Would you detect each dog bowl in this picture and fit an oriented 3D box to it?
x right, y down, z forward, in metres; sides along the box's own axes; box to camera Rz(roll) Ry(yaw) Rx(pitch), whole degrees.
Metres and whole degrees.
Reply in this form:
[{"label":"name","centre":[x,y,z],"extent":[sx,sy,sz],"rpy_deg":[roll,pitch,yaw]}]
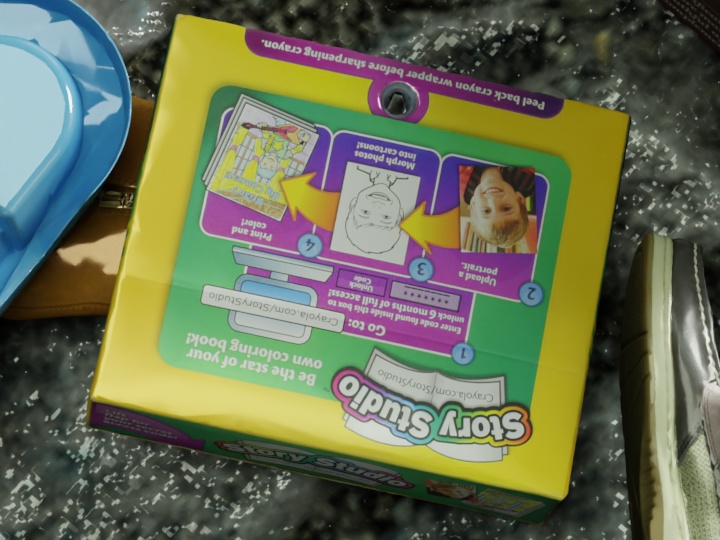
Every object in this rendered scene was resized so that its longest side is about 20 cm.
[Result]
[{"label":"dog bowl","centre":[-0.178,-0.028,1.228],"extent":[0.111,0.050,0.200],"rpy_deg":[36,80,8]}]

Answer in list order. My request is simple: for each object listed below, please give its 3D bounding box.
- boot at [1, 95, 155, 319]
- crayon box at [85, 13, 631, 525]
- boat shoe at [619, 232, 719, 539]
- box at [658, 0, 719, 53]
[{"label":"boot","centre":[-0.138,-0.075,1.298],"extent":[0.144,0.071,0.201],"rpy_deg":[2,75,3]},{"label":"crayon box","centre":[0.000,0.000,1.229],"extent":[0.200,0.058,0.173],"rpy_deg":[12,75,-4]},{"label":"boat shoe","centre":[0.145,0.083,1.202],"extent":[0.066,0.072,0.201],"rpy_deg":[-1,72,-3]},{"label":"box","centre":[0.239,-0.168,1.217],"extent":[0.200,0.164,0.166],"rpy_deg":[-44,72,-7]}]
